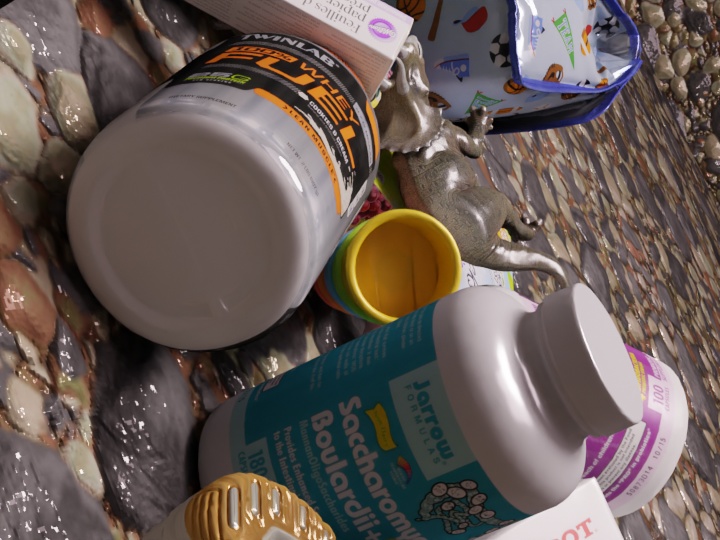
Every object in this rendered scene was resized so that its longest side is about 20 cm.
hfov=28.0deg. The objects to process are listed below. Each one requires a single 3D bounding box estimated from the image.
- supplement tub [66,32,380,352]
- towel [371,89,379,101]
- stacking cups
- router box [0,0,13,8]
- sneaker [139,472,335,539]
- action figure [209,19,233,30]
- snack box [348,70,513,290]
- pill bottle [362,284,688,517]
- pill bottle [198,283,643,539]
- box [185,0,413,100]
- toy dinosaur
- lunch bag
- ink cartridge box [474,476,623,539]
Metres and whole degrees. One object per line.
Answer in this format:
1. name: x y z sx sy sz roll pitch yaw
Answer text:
1. supplement tub: -0.059 -0.050 0.737 0.123 0.122 0.200 59 21 -13
2. towel: -0.037 -0.213 0.982 0.147 0.022 0.200 50 19 -33
3. stacking cups: 0.000 0.000 0.813 0.061 0.060 0.200 62 -12 -6
4. router box: -0.184 -0.230 0.642 0.149 0.051 0.200 47 26 -38
5. sneaker: -0.021 0.163 0.622 0.200 0.088 0.076 44 27 -25
6. action figure: -0.079 -0.197 0.954 0.200 0.055 0.118 31 37 -54
7. snack box: 0.036 -0.032 1.018 0.200 0.068 0.169 52 24 -31
8. pill bottle: 0.101 0.076 0.925 0.199 0.112 0.113 24 38 -23
9. pill bottle: 0.030 0.078 0.690 0.111 0.200 0.111 49 25 -33
10. box: -0.069 -0.166 0.818 0.199 0.041 0.039 27 52 -4
11. toy dinosaur: 0.058 -0.047 0.918 0.102 0.077 0.201 -22 86 -54
12. lunch bag: 0.104 -0.168 1.123 0.200 0.170 0.124 -4 90 -54
13. ink cartridge box: 0.086 0.225 0.727 0.146 0.083 0.201 -24 88 -28
